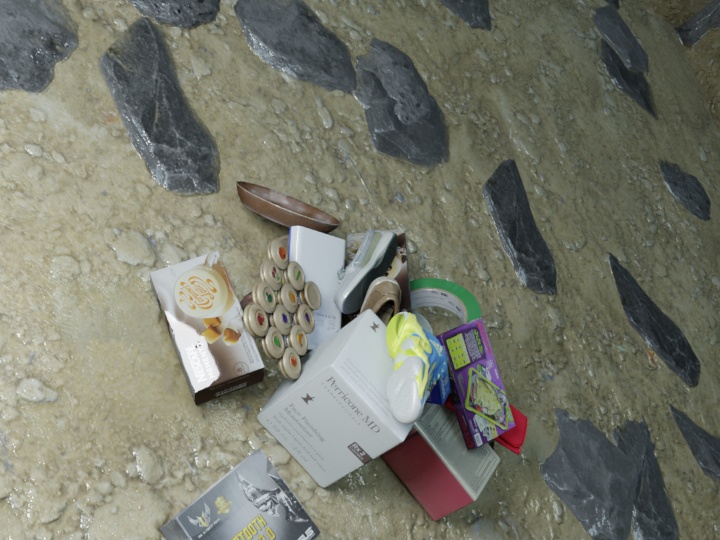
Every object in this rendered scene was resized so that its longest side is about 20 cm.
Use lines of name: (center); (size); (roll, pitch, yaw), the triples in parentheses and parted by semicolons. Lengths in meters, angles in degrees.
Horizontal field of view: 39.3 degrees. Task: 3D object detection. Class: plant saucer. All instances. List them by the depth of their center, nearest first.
plant saucer: (-0.132, -0.106, 1.786); (0.199, 0.035, 0.200); (21, 8, -3)

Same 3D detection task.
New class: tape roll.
tape roll: (0.123, 0.101, 1.847); (0.048, 0.199, 0.201); (81, 13, -45)

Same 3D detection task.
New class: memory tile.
memory tile: (-0.118, 0.060, 1.582); (0.154, 0.017, 0.201); (56, 30, -33)

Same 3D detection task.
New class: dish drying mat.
dish drying mat: (0.226, 0.249, 1.779); (0.200, 0.018, 0.077); (36, 56, -29)

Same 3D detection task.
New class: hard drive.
hard drive: (-0.077, 0.036, 1.715); (0.132, 0.025, 0.201); (16, 74, -52)

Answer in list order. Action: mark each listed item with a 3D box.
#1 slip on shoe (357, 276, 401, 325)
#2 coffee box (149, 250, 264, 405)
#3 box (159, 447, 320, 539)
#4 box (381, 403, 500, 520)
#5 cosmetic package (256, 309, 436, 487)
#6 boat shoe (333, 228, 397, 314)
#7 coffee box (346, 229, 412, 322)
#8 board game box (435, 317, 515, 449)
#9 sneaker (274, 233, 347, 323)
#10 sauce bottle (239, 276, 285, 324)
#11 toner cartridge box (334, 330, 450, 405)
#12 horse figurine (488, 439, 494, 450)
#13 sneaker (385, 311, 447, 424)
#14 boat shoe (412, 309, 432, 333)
slip on shoe: (0.025, 0.109, 1.726); (0.076, 0.201, 0.061); (12, 28, -18)
coffee box: (-0.233, 0.087, 1.529); (0.114, 0.080, 0.201); (-18, 72, -15)
box: (-0.166, 0.371, 1.436); (0.159, 0.048, 0.200); (55, 37, 2)
box: (0.125, 0.306, 1.743); (0.200, 0.109, 0.128); (51, 38, -2)
cosmetic package: (-0.021, 0.203, 1.596); (0.165, 0.200, 0.165); (46, 38, -7)
boat shoe: (0.000, -0.002, 1.765); (0.064, 0.075, 0.202); (17, 48, 20)
coffee box: (0.035, 0.026, 1.840); (0.080, 0.112, 0.201); (81, 4, -48)
board game box: (0.197, 0.193, 1.737); (0.120, 0.032, 0.201); (-18, 90, -41)
sneaker: (-0.089, 0.013, 1.790); (0.201, 0.075, 0.071); (60, 41, -29)
sauce bottle: (-0.163, 0.060, 1.671); (0.200, 0.066, 0.066); (-23, 79, -52)
toner cartridge box: (0.047, 0.162, 1.688); (0.043, 0.199, 0.095); (-55, 143, -46)
horse figurine: (0.165, 0.264, 1.825); (0.201, 0.132, 0.050); (59, 32, -13)
sneaker: (0.096, 0.155, 1.529); (0.105, 0.076, 0.201); (29, 41, -29)
boat shoe: (0.119, 0.155, 1.894); (0.075, 0.060, 0.200); (-26, 61, -15)
